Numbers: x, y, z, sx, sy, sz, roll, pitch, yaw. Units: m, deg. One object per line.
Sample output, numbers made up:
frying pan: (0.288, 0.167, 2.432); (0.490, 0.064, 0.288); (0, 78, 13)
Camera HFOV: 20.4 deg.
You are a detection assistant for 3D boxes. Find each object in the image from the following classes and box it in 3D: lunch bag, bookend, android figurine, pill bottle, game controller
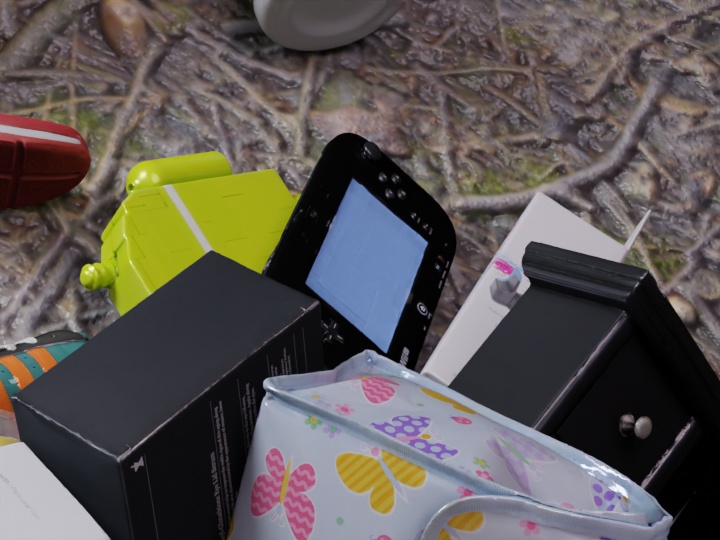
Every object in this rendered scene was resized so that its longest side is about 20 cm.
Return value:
lunch bag: (0.035, 0.153, 0.937); (0.199, 0.171, 0.127); (25, 18, 25)
bookend: (0.106, 0.129, 1.036); (0.199, 0.092, 0.200); (-48, 123, -19)
android figurine: (-0.071, 0.005, 1.162); (0.199, 0.041, 0.183); (-15, 63, -45)
pill bottle: (-0.045, -0.256, 1.331); (0.110, 0.112, 0.201); (-8, 60, -25)
game controller: (0.000, 0.000, 1.162); (0.104, 0.042, 0.201); (34, 38, -8)

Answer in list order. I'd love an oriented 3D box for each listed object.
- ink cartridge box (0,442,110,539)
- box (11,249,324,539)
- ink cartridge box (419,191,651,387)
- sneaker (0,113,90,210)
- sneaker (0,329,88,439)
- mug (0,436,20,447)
ink cartridge box: (-0.221, 0.173, 0.877); (0.199, 0.146, 0.087); (-13, 40, -43)
box: (-0.086, 0.115, 0.999); (0.078, 0.201, 0.141); (23, 45, 30)
ink cartridge box: (0.088, 0.039, 1.177); (0.068, 0.115, 0.200); (33, 51, 3)
sneaker: (-0.258, -0.104, 1.169); (0.198, 0.079, 0.116); (4, 57, -20)
sneaker: (-0.187, 0.072, 1.083); (0.198, 0.071, 0.080); (12, 52, -22)
mug: (-0.266, 0.104, 0.962); (0.186, 0.154, 0.149); (-32, 66, -29)
